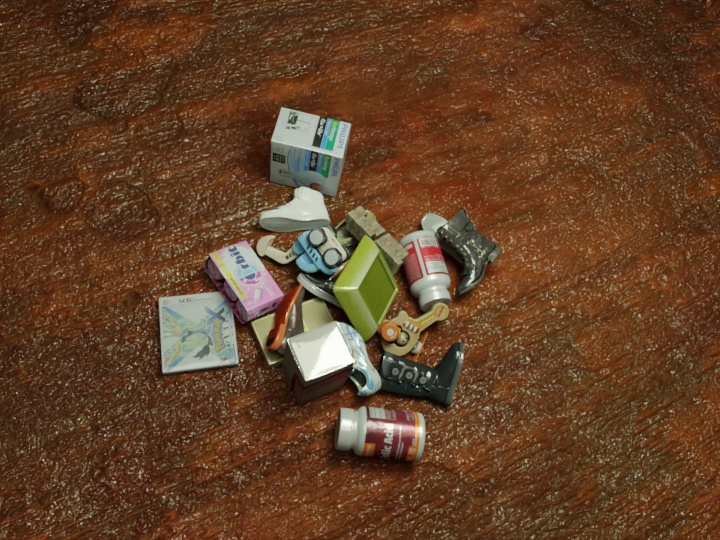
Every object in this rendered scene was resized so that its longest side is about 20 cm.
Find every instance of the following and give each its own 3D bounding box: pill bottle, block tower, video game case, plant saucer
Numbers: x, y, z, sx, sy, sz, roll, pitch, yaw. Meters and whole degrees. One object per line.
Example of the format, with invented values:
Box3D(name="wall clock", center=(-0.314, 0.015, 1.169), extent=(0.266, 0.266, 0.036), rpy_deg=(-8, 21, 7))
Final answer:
Box3D(name="pill bottle", center=(0.177, 0.003, 1.691), extent=(0.111, 0.112, 0.201), rpy_deg=(-7, 65, -14))
Box3D(name="pill bottle", center=(0.044, 0.381, 1.468), extent=(0.198, 0.114, 0.115), rpy_deg=(7, 61, -6))
Box3D(name="block tower", center=(0.044, -0.082, 1.680), extent=(0.058, 0.054, 0.200), rpy_deg=(-32, 71, -33))
Box3D(name="video game case", center=(-0.404, 0.151, 1.559), extent=(0.181, 0.022, 0.201), rpy_deg=(-6, 64, -13))
Box3D(name="plant saucer", center=(0.029, 0.047, 1.588), extent=(0.048, 0.201, 0.200), rpy_deg=(0, 44, 35))

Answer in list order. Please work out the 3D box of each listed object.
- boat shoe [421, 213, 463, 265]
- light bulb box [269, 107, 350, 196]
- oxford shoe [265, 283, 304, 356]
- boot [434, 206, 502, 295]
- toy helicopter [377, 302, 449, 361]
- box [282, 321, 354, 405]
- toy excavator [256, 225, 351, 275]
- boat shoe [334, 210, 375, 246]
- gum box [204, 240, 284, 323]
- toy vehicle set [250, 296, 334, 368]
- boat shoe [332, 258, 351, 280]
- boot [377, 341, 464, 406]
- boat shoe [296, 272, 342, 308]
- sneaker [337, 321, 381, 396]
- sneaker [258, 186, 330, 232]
Box3D(name="boat shoe", center=(0.251, -0.080, 1.781), extent=(0.076, 0.060, 0.200), rpy_deg=(-42, 77, 0))
Box3D(name="light bulb box", center=(-0.143, -0.328, 1.758), extent=(0.198, 0.199, 0.126), rpy_deg=(13, 63, -2))
Box3D(name="oxford shoe", center=(-0.173, 0.126, 1.570), extent=(0.072, 0.071, 0.201), rpy_deg=(35, 55, -24))
Box3D(name="boot", center=(0.271, -0.052, 1.697), extent=(0.174, 0.069, 0.200), rpy_deg=(41, 73, -2))
Box3D(name="toy helicopter", center=(0.146, 0.155, 1.619), extent=(0.199, 0.079, 0.133), rpy_deg=(-31, 97, -6))
Box3D(name="box", center=(-0.103, 0.222, 1.475), extent=(0.127, 0.200, 0.109), rpy_deg=(-19, 68, -19))
Box3D(name="toy excavator", center=(-0.154, -0.048, 1.644), extent=(0.200, 0.100, 0.195), rpy_deg=(-38, 86, 19))
Box3D(name="boat shoe", center=(-0.033, -0.111, 1.740), extent=(0.200, 0.063, 0.073), rpy_deg=(-33, 73, -24))
Box3D(name="gum box", center=(-0.295, 0.032, 1.602), extent=(0.113, 0.066, 0.200), rpy_deg=(-24, 68, -37))
Box3D(name="toy vehicle set", center=(-0.164, 0.155, 1.598), extent=(0.199, 0.027, 0.125), rpy_deg=(-19, 68, -19))
Box3D(name="boat shoe", center=(0.000, 0.000, 1.641), extent=(0.070, 0.070, 0.200), rpy_deg=(47, 31, 9))
Box3D(name="boot", center=(0.147, 0.237, 1.569), extent=(0.199, 0.066, 0.166), rpy_deg=(15, 83, 0))
Box3D(name="boat shoe", center=(-0.069, 0.047, 1.638), extent=(0.199, 0.071, 0.064), rpy_deg=(28, 102, -2))
Box3D(name="sneaker", center=(-0.020, 0.214, 1.537), extent=(0.072, 0.072, 0.201), rpy_deg=(-12, 64, -43))
Box3D(name="sneaker", center=(-0.191, -0.173, 1.745), extent=(0.199, 0.074, 0.116), rpy_deg=(-2, 61, -22))
